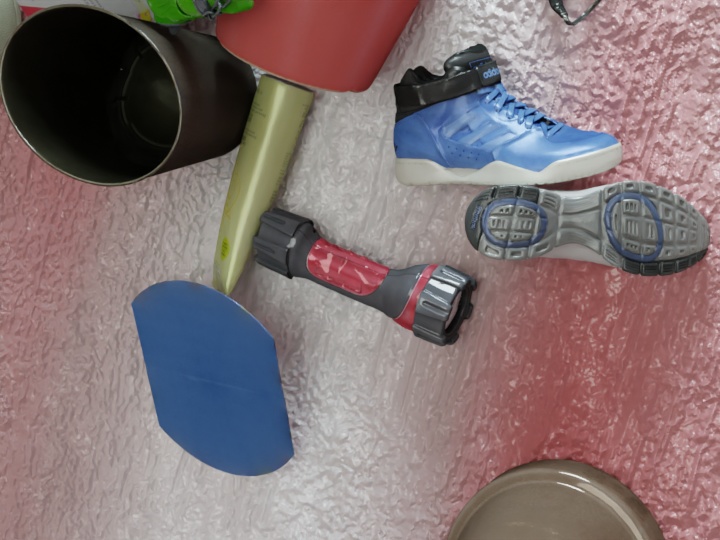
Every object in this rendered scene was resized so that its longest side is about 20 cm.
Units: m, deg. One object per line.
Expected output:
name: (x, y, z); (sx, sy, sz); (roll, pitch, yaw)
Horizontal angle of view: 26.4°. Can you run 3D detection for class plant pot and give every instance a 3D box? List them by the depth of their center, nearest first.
plant pot: (0.140, 0.263, 1.222); (0.197, 0.174, 0.204); (1, 92, 22)
plant pot: (-0.029, -0.256, 1.270); (0.199, 0.200, 0.179); (27, 111, 19)

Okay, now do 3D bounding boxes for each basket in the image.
basket: (-0.182, -0.151, 1.321); (0.179, 0.200, 0.138); (26, 105, 18)

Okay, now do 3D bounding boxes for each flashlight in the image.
flashlight: (0.000, 0.000, 1.325); (0.198, 0.068, 0.069); (24, 102, 19)

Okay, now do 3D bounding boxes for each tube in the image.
tube: (-0.097, -0.073, 1.367); (0.051, 0.058, 0.202); (23, 100, 24)

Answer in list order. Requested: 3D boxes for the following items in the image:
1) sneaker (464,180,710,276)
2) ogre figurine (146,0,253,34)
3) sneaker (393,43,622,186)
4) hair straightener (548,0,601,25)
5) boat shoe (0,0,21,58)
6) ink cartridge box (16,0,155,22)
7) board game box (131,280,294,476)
sneaker: (0.184, -0.039, 1.245); (0.197, 0.087, 0.076); (7, 93, 4)
ogre figurine: (-0.154, -0.276, 1.227); (0.201, 0.098, 0.120); (50, 140, -2)
sneaker: (0.116, -0.130, 1.264); (0.197, 0.077, 0.113); (1, 102, 29)
hair straightener: (0.175, -0.302, 1.251); (0.076, 0.041, 0.203); (-3, 91, 23)
boat shoe: (-0.377, -0.265, 1.484); (0.067, 0.071, 0.203); (-5, 99, 59)
ink cartridge box: (-0.214, -0.290, 1.361); (0.198, 0.083, 0.146); (-21, 121, 21)
board game box: (-0.123, 0.090, 1.382); (0.156, 0.039, 0.202); (9, 123, 31)
